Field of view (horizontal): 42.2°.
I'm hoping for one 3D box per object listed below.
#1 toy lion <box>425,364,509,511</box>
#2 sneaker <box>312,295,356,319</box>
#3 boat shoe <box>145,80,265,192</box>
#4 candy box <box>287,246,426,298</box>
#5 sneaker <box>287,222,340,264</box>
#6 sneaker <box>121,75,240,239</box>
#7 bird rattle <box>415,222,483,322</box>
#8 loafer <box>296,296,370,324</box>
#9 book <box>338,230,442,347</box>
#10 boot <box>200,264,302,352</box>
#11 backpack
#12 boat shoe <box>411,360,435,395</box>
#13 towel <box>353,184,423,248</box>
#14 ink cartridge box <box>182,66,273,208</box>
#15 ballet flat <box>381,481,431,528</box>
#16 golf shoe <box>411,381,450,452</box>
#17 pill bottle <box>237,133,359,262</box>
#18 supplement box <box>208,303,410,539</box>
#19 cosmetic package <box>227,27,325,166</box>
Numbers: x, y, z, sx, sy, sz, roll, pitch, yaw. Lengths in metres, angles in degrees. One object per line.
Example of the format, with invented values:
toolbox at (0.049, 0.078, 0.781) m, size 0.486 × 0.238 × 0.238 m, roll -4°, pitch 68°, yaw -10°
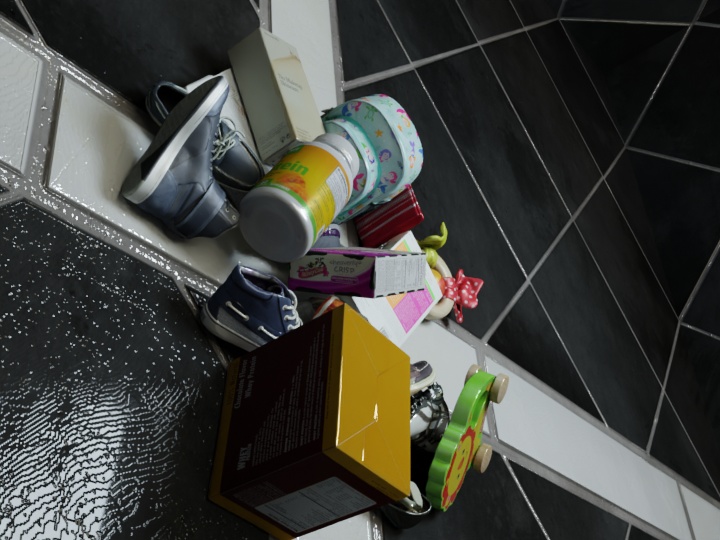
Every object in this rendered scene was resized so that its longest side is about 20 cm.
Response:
toy lion at (0.157, 0.266, 1.452) m, size 0.191 × 0.068 × 0.202 m, roll -21°, pitch 126°, yaw -62°
sneaker at (-0.018, 0.112, 1.303) m, size 0.077 × 0.073 × 0.200 m, roll 38°, pitch -14°, yaw 24°
boat shoe at (-0.207, -0.183, 1.273) m, size 0.200 × 0.075 × 0.062 m, roll 46°, pitch -12°, yaw -14°
candy box at (0.000, 0.000, 1.347) m, size 0.200 × 0.135 × 0.062 m, roll -4°, pitch 98°, yaw -66°
sneaker at (-0.077, -0.025, 1.394) m, size 0.199 × 0.074 × 0.089 m, roll -7°, pitch 77°, yaw -60°
sneaker at (-0.199, -0.137, 1.214) m, size 0.146 × 0.077 × 0.204 m, roll 40°, pitch 74°, yaw -32°
bird rattle at (0.130, 0.022, 1.702) m, size 0.163 × 0.112 × 0.202 m, roll -48°, pitch 119°, yaw -45°
loafer at (-0.037, 0.077, 1.373) m, size 0.199 × 0.069 × 0.071 m, roll 9°, pitch 55°, yaw -56°
book at (0.054, 0.041, 1.541) m, size 0.134 × 0.048 × 0.200 m, roll 58°, pitch 42°, yaw -11°
boot at (-0.101, 0.069, 1.207) m, size 0.199 × 0.090 × 0.073 m, roll 26°, pitch 29°, yaw -29°
backpack at (-0.007, -0.184, 1.504) m, size 0.179 × 0.199 × 0.150 m, roll 63°, pitch 29°, yaw 0°
boat shoe at (0.054, 0.166, 1.450) m, size 0.199 × 0.071 × 0.066 m, roll -20°, pitch 90°, yaw -55°
towel at (0.028, -0.148, 1.588) m, size 0.022 × 0.144 × 0.202 m, roll -2°, pitch 69°, yaw -46°
ink cartridge box at (-0.181, -0.198, 1.394) m, size 0.201 × 0.043 × 0.174 m, roll 57°, pitch 25°, yaw -10°
ballet flat at (0.030, 0.294, 1.308) m, size 0.200 × 0.068 × 0.069 m, roll 42°, pitch 35°, yaw -33°
golf shoe at (0.096, 0.244, 1.448) m, size 0.199 × 0.077 × 0.095 m, roll -23°, pitch 86°, yaw -60°
pill bottle at (-0.077, -0.110, 1.294) m, size 0.112 × 0.110 × 0.200 m, roll 54°, pitch 40°, yaw -16°
supplement box at (-0.057, 0.185, 1.119) m, size 0.133 × 0.199 × 0.199 m, roll 40°, pitch 36°, yaw -34°
cosmetic package at (-0.124, -0.257, 1.430) m, size 0.103 × 0.073 × 0.202 m, roll 12°, pitch 55°, yaw -58°
